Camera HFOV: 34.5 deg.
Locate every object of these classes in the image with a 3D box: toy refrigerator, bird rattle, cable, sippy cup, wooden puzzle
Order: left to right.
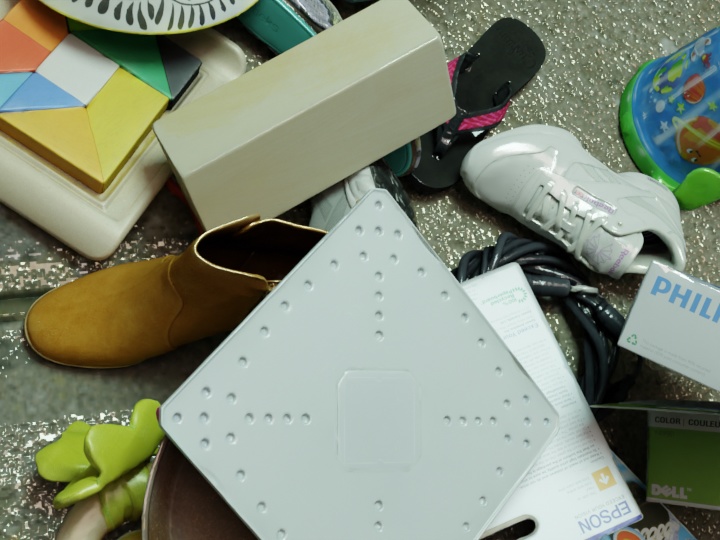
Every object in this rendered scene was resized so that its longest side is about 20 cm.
[{"bbox_3d":[-0.201,-0.133,0.822,0.184,0.037,0.201,33,63,-2],"label":"wooden puzzle"},{"bbox_3d":[-0.120,0.175,0.735,0.198,0.112,0.165,32,74,-22],"label":"bird rattle"},{"bbox_3d":[-0.038,-0.106,0.805,0.198,0.076,0.070,-30,50,-8],"label":"toy refrigerator"},{"bbox_3d":[0.117,0.060,0.872,0.198,0.051,0.165,-30,83,-27],"label":"cable"},{"bbox_3d":[0.308,-0.145,0.977,0.137,0.130,0.181,-5,72,-23],"label":"sippy cup"}]

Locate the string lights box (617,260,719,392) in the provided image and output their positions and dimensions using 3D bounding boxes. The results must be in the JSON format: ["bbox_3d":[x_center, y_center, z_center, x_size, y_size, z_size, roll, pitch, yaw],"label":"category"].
[{"bbox_3d":[0.232,0.040,0.780,0.102,0.200,0.060,25,95,13],"label":"string lights box"}]

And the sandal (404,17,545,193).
[{"bbox_3d":[0.092,-0.145,0.941,0.075,0.045,0.201,40,62,-3],"label":"sandal"}]

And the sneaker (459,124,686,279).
[{"bbox_3d":[0.173,-0.050,0.905,0.197,0.075,0.100,17,37,-14],"label":"sneaker"}]

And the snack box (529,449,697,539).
[{"bbox_3d":[0.159,0.241,0.829,0.116,0.037,0.200,45,62,-1],"label":"snack box"}]

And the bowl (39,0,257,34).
[{"bbox_3d":[-0.154,-0.269,0.825,0.197,0.095,0.203,5,48,-6],"label":"bowl"}]

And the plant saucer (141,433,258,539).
[{"bbox_3d":[-0.041,0.147,0.694,0.197,0.037,0.204,4,81,-28],"label":"plant saucer"}]

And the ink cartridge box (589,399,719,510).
[{"bbox_3d":[0.262,0.131,0.798,0.198,0.146,0.077,8,84,-51],"label":"ink cartridge box"}]

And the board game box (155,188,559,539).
[{"bbox_3d":[0.006,0.089,0.693,0.200,0.026,0.201,-46,106,-26],"label":"board game box"}]

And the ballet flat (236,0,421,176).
[{"bbox_3d":[-0.014,-0.163,0.898,0.201,0.072,0.072,47,62,0],"label":"ballet flat"}]

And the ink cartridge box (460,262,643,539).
[{"bbox_3d":[0.062,0.118,0.796,0.194,0.043,0.202,-20,70,-12],"label":"ink cartridge box"}]

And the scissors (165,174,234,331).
[{"bbox_3d":[-0.111,-0.023,0.838,0.072,0.014,0.204,5,71,-20],"label":"scissors"}]

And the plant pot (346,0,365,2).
[{"bbox_3d":[0.021,-0.332,0.909,0.195,0.196,0.201,40,72,-3],"label":"plant pot"}]

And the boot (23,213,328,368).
[{"bbox_3d":[-0.118,0.008,0.743,0.198,0.144,0.072,-8,75,-15],"label":"boot"}]

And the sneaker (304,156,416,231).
[{"bbox_3d":[0.000,0.000,0.808,0.074,0.079,0.202,48,22,-37],"label":"sneaker"}]
